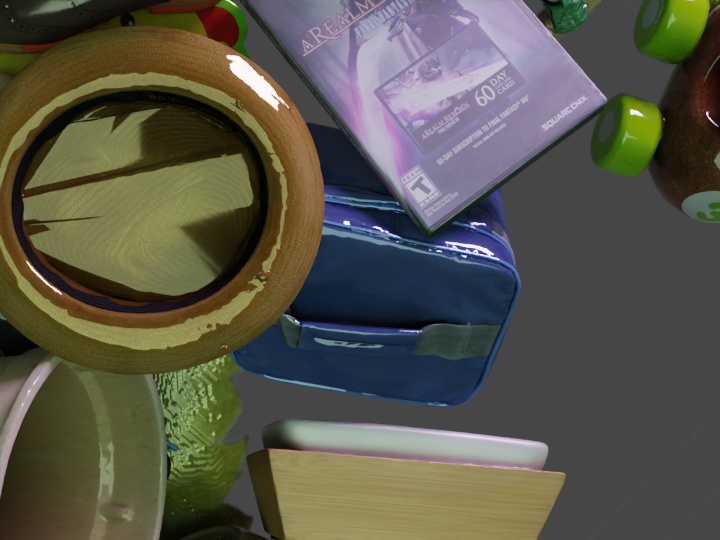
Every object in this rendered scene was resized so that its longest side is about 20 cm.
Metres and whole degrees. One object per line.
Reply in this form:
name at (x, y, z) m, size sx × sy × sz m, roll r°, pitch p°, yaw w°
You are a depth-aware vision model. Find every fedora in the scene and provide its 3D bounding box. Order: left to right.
fedora at (-0.121, -0.038, 0.700) m, size 0.197 × 0.082 × 0.204 m, roll 0°, pitch 91°, yaw -9°

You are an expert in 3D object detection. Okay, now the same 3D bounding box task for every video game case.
video game case at (0.036, -0.138, 0.768) m, size 0.142 × 0.019 × 0.201 m, roll -35°, pitch 78°, yaw -12°

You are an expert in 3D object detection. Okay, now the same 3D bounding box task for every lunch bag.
lunch bag at (0.000, 0.000, 0.802) m, size 0.197 × 0.133 × 0.137 m, roll 9°, pitch 125°, yaw -10°

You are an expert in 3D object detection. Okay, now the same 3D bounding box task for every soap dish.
soap dish at (0.023, 0.152, 0.857) m, size 0.197 × 0.157 × 0.083 m, roll 6°, pitch 79°, yaw -10°

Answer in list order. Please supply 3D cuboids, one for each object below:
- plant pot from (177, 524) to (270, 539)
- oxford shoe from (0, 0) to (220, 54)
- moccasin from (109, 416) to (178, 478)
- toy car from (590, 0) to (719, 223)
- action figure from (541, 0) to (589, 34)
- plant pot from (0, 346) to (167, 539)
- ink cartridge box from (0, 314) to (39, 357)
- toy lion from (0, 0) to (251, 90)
plant pot at (-0.097, 0.260, 0.861) m, size 0.198 × 0.200 × 0.136 m, roll -24°, pitch 102°, yaw 1°
oxford shoe at (-0.151, -0.176, 0.708) m, size 0.198 × 0.072 × 0.072 m, roll -23°, pitch 92°, yaw -30°
moccasin at (-0.166, 0.134, 0.877) m, size 0.067 × 0.081 × 0.202 m, roll 2°, pitch 121°, yaw -13°
toy car at (0.266, -0.090, 0.790) m, size 0.162 × 0.200 × 0.160 m, roll 16°, pitch 105°, yaw -12°
action figure at (0.095, -0.235, 0.785) m, size 0.054 × 0.119 × 0.201 m, roll -22°, pitch 120°, yaw 24°
plant pot at (-0.241, 0.131, 0.742) m, size 0.181 × 0.200 × 0.204 m, roll 4°, pitch 109°, yaw 17°
ink cartridge box at (-0.299, 0.024, 0.785) m, size 0.198 × 0.040 × 0.100 m, roll 21°, pitch 133°, yaw -13°
toy lion at (-0.166, -0.152, 0.767) m, size 0.189 × 0.069 × 0.203 m, roll -15°, pitch 89°, yaw -22°
